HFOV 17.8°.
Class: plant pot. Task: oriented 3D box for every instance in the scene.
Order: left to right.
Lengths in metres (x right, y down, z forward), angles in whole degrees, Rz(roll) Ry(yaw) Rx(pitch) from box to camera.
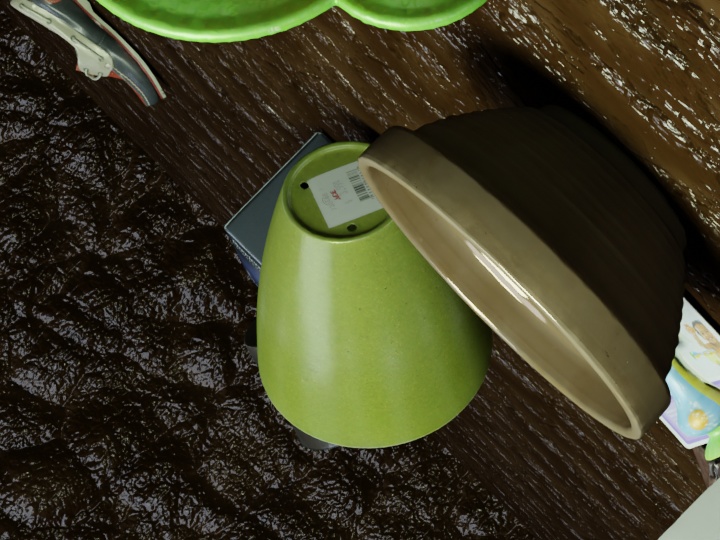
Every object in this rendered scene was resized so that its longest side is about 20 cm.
[{"bbox_3d":[0.000,0.000,1.720,0.187,0.187,0.200,42,158,31],"label":"plant pot"},{"bbox_3d":[0.099,-0.016,1.162,0.201,0.093,0.201,46,174,6],"label":"plant pot"}]

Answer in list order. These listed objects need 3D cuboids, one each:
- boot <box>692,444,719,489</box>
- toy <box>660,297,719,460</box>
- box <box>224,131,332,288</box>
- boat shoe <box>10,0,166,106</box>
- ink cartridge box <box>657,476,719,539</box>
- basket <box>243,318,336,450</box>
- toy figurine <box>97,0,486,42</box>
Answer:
[{"bbox_3d":[0.257,0.159,1.534,0.167,0.072,0.200,61,169,-26],"label":"boot"},{"bbox_3d":[0.141,0.034,1.302,0.200,0.047,0.115,43,154,-9],"label":"toy"},{"bbox_3d":[-0.002,0.010,1.952,0.200,0.123,0.198,44,173,10],"label":"box"},{"bbox_3d":[-0.300,-0.250,2.553,0.200,0.063,0.071,45,173,-16],"label":"boat shoe"},{"bbox_3d":[0.250,0.159,1.041,0.200,0.146,0.086,47,175,-21],"label":"ink cartridge box"},{"bbox_3d":[-0.075,0.149,3.436,0.180,0.136,0.200,-14,122,41],"label":"basket"},{"bbox_3d":[-0.040,-0.190,0.868,0.199,0.151,0.184,21,157,16],"label":"toy figurine"}]
